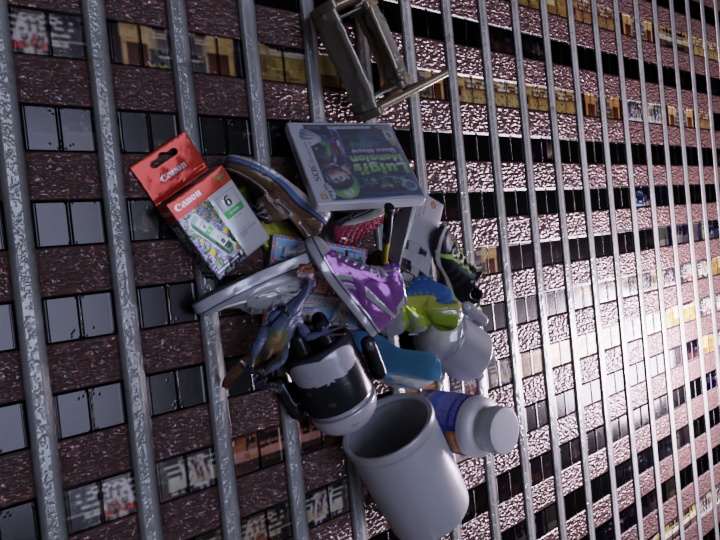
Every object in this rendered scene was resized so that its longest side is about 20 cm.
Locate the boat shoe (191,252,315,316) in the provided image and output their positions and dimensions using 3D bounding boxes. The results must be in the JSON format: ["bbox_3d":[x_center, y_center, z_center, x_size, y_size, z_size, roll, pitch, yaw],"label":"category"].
[{"bbox_3d":[-0.156,0.035,0.973,0.199,0.073,0.066,-24,97,-22],"label":"boat shoe"}]

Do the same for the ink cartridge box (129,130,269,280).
[{"bbox_3d":[-0.235,-0.097,0.942,0.109,0.050,0.201,-43,114,-27],"label":"ink cartridge box"}]

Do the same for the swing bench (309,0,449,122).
[{"bbox_3d":[0.021,-0.392,1.132,0.199,0.129,0.200,-35,110,-30],"label":"swing bench"}]

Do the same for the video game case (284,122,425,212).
[{"bbox_3d":[-0.009,-0.178,1.058,0.198,0.023,0.183,-6,57,-26],"label":"video game case"}]

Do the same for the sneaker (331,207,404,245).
[{"bbox_3d":[0.015,-0.113,1.148,0.075,0.081,0.200,49,50,6],"label":"sneaker"}]

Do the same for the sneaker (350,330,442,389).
[{"bbox_3d":[0.044,0.172,1.148,0.198,0.081,0.077,21,53,-16],"label":"sneaker"}]

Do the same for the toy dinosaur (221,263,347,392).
[{"bbox_3d":[-0.128,0.076,0.949,0.105,0.198,0.183,50,45,-40],"label":"toy dinosaur"}]

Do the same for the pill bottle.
[{"bbox_3d":[0.190,0.286,1.182,0.111,0.199,0.113,3,85,-39],"label":"pill bottle"}]

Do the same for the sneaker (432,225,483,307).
[{"bbox_3d":[0.201,-0.008,1.257,0.072,0.082,0.201,-63,142,-40],"label":"sneaker"}]

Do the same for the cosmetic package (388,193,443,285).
[{"bbox_3d":[0.100,-0.048,1.224,0.082,0.050,0.202,24,73,-37],"label":"cosmetic package"}]

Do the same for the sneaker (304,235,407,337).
[{"bbox_3d":[0.000,0.000,1.046,0.114,0.073,0.201,-39,109,-1],"label":"sneaker"}]

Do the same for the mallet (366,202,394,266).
[{"bbox_3d":[0.038,-0.053,1.097,0.041,0.066,0.201,-30,145,-20],"label":"mallet"}]

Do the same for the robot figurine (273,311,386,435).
[{"bbox_3d":[-0.051,0.171,1.041,0.125,0.149,0.201,-43,115,-51],"label":"robot figurine"}]

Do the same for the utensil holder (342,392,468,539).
[{"bbox_3d":[0.085,0.346,1.116,0.170,0.169,0.201,-41,115,-34],"label":"utensil holder"}]

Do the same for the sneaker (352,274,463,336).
[{"bbox_3d":[0.082,0.060,1.148,0.198,0.076,0.106,5,40,-6],"label":"sneaker"}]

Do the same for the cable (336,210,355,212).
[{"bbox_3d":[-0.020,-0.176,1.092,0.163,0.051,0.200,46,54,9],"label":"cable"}]

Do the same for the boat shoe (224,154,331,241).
[{"bbox_3d":[-0.135,-0.108,0.997,0.199,0.072,0.073,31,81,-29],"label":"boat shoe"}]

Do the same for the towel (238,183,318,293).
[{"bbox_3d":[-0.134,-0.065,1.054,0.086,0.018,0.201,-45,116,-26],"label":"towel"}]

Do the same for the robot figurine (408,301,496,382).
[{"bbox_3d":[0.180,0.142,1.239,0.199,0.113,0.170,35,90,-33],"label":"robot figurine"}]

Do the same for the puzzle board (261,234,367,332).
[{"bbox_3d":[-0.072,0.027,1.083,0.199,0.017,0.152,7,88,-38],"label":"puzzle board"}]
